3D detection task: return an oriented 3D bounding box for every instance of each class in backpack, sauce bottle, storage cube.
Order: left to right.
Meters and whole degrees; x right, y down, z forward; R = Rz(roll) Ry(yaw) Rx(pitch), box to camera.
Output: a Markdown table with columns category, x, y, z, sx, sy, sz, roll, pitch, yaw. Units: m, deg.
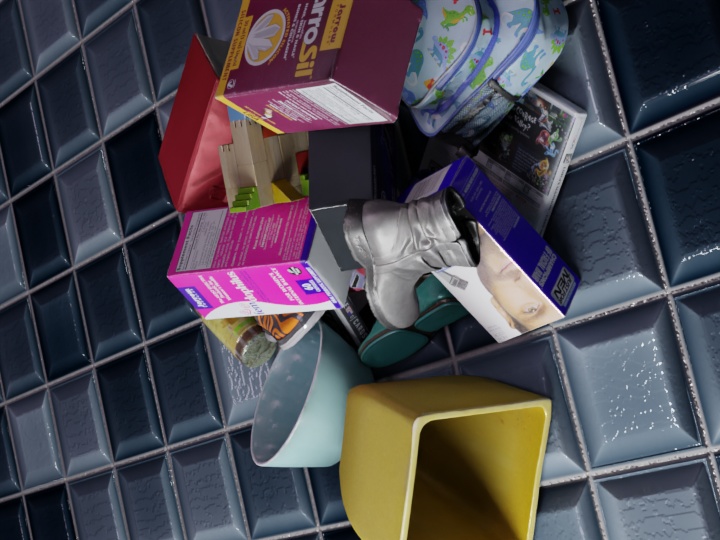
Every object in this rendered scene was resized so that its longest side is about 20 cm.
| category | x | y | z | sx | sy | sz | roll | pitch | yaw |
| --- | --- | --- | --- | --- | --- | --- | --- | --- | --- |
| sauce bottle | -0.197 | 0.058 | 2.026 | 0.200 | 0.064 | 0.065 | 41 | 123 | 35 |
| storage cube | -0.144 | -0.174 | 1.817 | 0.200 | 0.170 | 0.181 | -120 | 46 | -58 |
| backpack | 0.115 | -0.258 | 1.555 | 0.200 | 0.147 | 0.184 | -42 | 58 | 21 |

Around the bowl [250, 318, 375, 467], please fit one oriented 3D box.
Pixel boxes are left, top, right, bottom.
| category | x | y | z | sx | sy | sz | roll | pitch | yaw |
| --- | --- | --- | --- | --- | --- | --- | --- | --- | --- |
| bowl | -0.052 | 0.170 | 1.813 | 0.201 | 0.104 | 0.202 | -54 | 22 | 33 |

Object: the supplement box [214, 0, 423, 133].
| category | x | y | z | sx | sy | sz | roll | pitch | yaw |
| --- | --- | --- | --- | --- | --- | --- | --- | --- | --- |
| supplement box | -0.046 | -0.229 | 1.520 | 0.199 | 0.103 | 0.132 | -1 | 69 | 47 |

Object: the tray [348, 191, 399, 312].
| category | x | y | z | sx | sy | sz | roll | pitch | yaw |
| --- | --- | --- | --- | --- | --- | --- | --- | --- | --- |
| tray | -0.001 | -0.026 | 1.828 | 0.200 | 0.022 | 0.108 | -50 | 58 | 39 |

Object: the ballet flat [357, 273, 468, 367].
| category | x | y | z | sx | sy | sz | roll | pitch | yaw |
| --- | --- | --- | --- | --- | --- | --- | --- | --- | --- |
| ballet flat | 0.068 | 0.052 | 1.740 | 0.200 | 0.067 | 0.071 | -37 | 44 | 44 |

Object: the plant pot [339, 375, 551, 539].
| category | x | y | z | sx | sy | sz | roll | pitch | yaw |
| --- | --- | --- | --- | --- | --- | --- | --- | --- | --- |
| plant pot | 0.076 | 0.215 | 1.654 | 0.200 | 0.193 | 0.197 | 27 | 115 | 53 |

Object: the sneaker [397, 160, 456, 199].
| category | x | y | z | sx | sy | sz | roll | pitch | yaw |
| --- | --- | --- | --- | --- | --- | --- | --- | --- | --- |
| sneaker | 0.075 | -0.077 | 1.680 | 0.199 | 0.075 | 0.079 | -15 | 80 | 45 |

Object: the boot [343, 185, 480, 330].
| category | x | y | z | sx | sy | sz | roll | pitch | yaw |
| --- | --- | --- | --- | --- | --- | --- | --- | --- | --- |
| boot | 0.069 | -0.005 | 1.524 | 0.130 | 0.201 | 0.070 | -3 | 53 | 19 |

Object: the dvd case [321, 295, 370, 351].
| category | x | y | z | sx | sy | sz | roll | pitch | yaw |
| --- | --- | --- | --- | --- | --- | --- | --- | --- | --- |
| dvd case | -0.075 | 0.025 | 1.843 | 0.199 | 0.025 | 0.151 | 25 | 154 | 47 |

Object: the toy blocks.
| category | x | y | z | sx | sy | sz | roll | pitch | yaw |
| --- | --- | --- | --- | --- | --- | --- | --- | --- | --- |
| toy blocks | -0.098 | -0.152 | 1.664 | 0.099 | 0.199 | 0.138 | -4 | 100 | 38 |

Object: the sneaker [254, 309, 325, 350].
| category | x | y | z | sx | sy | sz | roll | pitch | yaw |
| --- | --- | --- | --- | --- | --- | --- | --- | --- | --- |
| sneaker | -0.116 | 0.036 | 1.792 | 0.112 | 0.078 | 0.200 | 47 | 162 | -11 |

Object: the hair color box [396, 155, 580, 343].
| category | x | y | z | sx | sy | sz | roll | pitch | yaw |
| --- | --- | --- | --- | --- | --- | --- | --- | --- | --- |
| hair color box | 0.135 | -0.020 | 1.564 | 0.200 | 0.065 | 0.109 | 44 | 139 | -18 |

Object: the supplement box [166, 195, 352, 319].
| category | x | y | z | sx | sy | sz | roll | pitch | yaw |
| --- | --- | --- | --- | --- | --- | --- | --- | --- | --- |
| supplement box | -0.117 | -0.015 | 1.711 | 0.198 | 0.101 | 0.104 | -5 | 54 | 28 |

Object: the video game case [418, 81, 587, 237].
| category | x | y | z | sx | sy | sz | roll | pitch | yaw |
| --- | --- | --- | --- | --- | --- | --- | --- | --- | --- |
| video game case | 0.158 | -0.141 | 1.636 | 0.200 | 0.023 | 0.183 | 40 | 123 | 39 |

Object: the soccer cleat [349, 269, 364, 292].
| category | x | y | z | sx | sy | sz | roll | pitch | yaw |
| --- | --- | --- | --- | --- | --- | --- | --- | --- | --- |
| soccer cleat | 0.000 | 0.000 | 1.777 | 0.199 | 0.067 | 0.077 | 18 | 134 | 42 |

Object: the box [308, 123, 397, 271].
| category | x | y | z | sx | sy | sz | roll | pitch | yaw |
| --- | --- | --- | --- | --- | --- | --- | --- | --- | --- |
| box | -0.007 | -0.123 | 1.622 | 0.078 | 0.141 | 0.202 | -9 | 60 | 13 |
